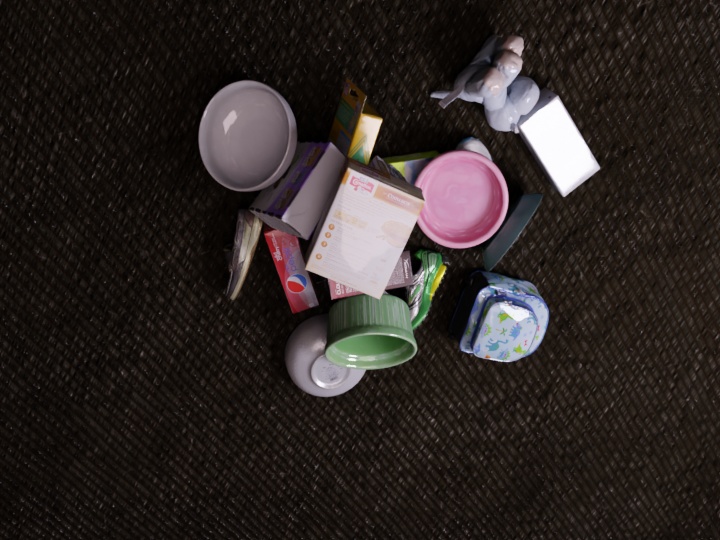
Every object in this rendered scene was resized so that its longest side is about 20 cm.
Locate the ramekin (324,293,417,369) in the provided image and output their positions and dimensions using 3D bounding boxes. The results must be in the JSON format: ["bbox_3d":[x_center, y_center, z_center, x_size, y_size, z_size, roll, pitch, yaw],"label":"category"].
[{"bbox_3d":[0.019,0.127,1.725,0.194,0.100,0.201,-2,153,-1],"label":"ramekin"}]

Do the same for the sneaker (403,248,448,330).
[{"bbox_3d":[0.119,0.047,1.813,0.083,0.078,0.204,22,92,-10],"label":"sneaker"}]

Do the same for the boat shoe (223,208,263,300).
[{"bbox_3d":[-0.254,-0.037,1.701,0.063,0.073,0.204,18,108,-8],"label":"boat shoe"}]

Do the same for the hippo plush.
[{"bbox_3d":[0.274,-0.342,1.607,0.200,0.160,0.160,-43,116,10],"label":"hippo plush"}]

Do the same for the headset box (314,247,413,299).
[{"bbox_3d":[0.000,0.000,1.716,0.195,0.149,0.077,-10,99,-8],"label":"headset box"}]

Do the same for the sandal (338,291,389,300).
[{"bbox_3d":[0.042,0.082,1.821,0.204,0.060,0.080,28,107,-22],"label":"sandal"}]

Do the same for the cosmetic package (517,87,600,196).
[{"bbox_3d":[0.409,-0.269,1.721,0.101,0.072,0.201,-36,117,7],"label":"cosmetic package"}]

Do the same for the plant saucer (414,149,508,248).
[{"bbox_3d":[0.203,-0.149,1.672,0.195,0.051,0.206,2,113,5],"label":"plant saucer"}]

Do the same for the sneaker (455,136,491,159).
[{"bbox_3d":[0.258,-0.186,1.725,0.075,0.081,0.203,-23,117,3],"label":"sneaker"}]

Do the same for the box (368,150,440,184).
[{"bbox_3d":[0.095,-0.179,1.711,0.194,0.048,0.125,-8,117,-7],"label":"box"}]

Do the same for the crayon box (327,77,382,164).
[{"bbox_3d":[-0.018,-0.258,1.603,0.050,0.126,0.204,8,115,-24],"label":"crayon box"}]

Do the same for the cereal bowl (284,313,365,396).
[{"bbox_3d":[-0.071,0.203,1.845,0.194,0.084,0.205,-5,116,-10],"label":"cereal bowl"}]

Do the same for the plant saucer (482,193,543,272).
[{"bbox_3d":[0.314,-0.089,1.734,0.036,0.200,0.202,35,106,1],"label":"plant saucer"}]

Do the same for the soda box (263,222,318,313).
[{"bbox_3d":[-0.147,-0.015,1.728,0.062,0.070,0.204,-17,118,0],"label":"soda box"}]

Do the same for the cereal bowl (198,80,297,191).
[{"bbox_3d":[-0.206,-0.252,1.558,0.195,0.083,0.206,0,92,18],"label":"cereal bowl"}]

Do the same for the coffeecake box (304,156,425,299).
[{"bbox_3d":[0.006,-0.075,1.457,0.150,0.073,0.203,21,111,-11],"label":"coffeecake box"}]

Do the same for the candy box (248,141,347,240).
[{"bbox_3d":[-0.116,-0.158,1.566,0.071,0.199,0.170,36,83,-26],"label":"candy box"}]

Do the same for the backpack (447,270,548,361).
[{"bbox_3d":[0.325,0.115,1.849,0.195,0.148,0.187,8,117,-18],"label":"backpack"}]

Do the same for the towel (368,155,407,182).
[{"bbox_3d":[0.031,-0.111,1.594,0.085,0.201,0.167,30,109,-25],"label":"towel"}]
